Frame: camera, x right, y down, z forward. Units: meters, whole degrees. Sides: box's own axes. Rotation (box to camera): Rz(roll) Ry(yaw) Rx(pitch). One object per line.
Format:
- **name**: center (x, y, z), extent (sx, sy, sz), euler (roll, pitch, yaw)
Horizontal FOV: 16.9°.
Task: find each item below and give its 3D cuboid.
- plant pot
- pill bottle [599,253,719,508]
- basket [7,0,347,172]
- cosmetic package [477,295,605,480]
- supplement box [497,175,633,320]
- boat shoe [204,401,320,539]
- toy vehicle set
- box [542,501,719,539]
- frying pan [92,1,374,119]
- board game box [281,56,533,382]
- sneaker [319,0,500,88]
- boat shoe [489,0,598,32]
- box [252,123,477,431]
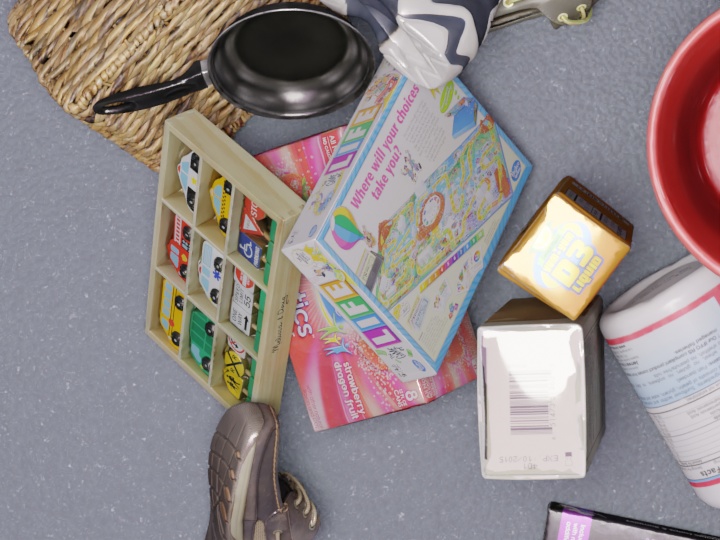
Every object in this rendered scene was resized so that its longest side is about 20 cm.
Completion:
- **plant pot**: center (0.292, -0.087, 1.631), extent (0.199, 0.177, 0.202), euler (1, 95, 9)
- **pill bottle**: center (0.258, 0.092, 1.682), extent (0.108, 0.109, 0.201), euler (-30, 96, 10)
- **basket**: center (-0.135, -0.191, 1.748), extent (0.200, 0.149, 0.143), euler (-46, 54, 9)
- **cosmetic package**: center (0.126, 0.077, 1.658), extent (0.071, 0.200, 0.106), euler (-1, 93, 9)
- **supplement box**: center (0.142, -0.017, 1.648), extent (0.069, 0.200, 0.067), euler (37, 99, 5)
- **boat shoe**: center (-0.069, 0.170, 1.738), extent (0.073, 0.075, 0.201), euler (-4, 133, -15)
- **toy vehicle set**: center (-0.095, 0.002, 1.695), extent (0.124, 0.026, 0.201), euler (39, 139, 30)
- **box**: center (0.219, 0.256, 1.741), extent (0.199, 0.036, 0.144), euler (10, 96, 7)
- **frying pan**: center (-0.077, -0.130, 1.666), extent (0.189, 0.115, 0.031), euler (-24, 49, 29)
- **board game box**: center (0.036, -0.044, 1.654), extent (0.034, 0.201, 0.135), euler (-16, 126, 43)
- **sneaker**: center (0.024, -0.234, 1.644), extent (0.199, 0.080, 0.130), euler (41, 64, 2)
- **boat shoe**: center (0.131, -0.197, 1.702), extent (0.200, 0.072, 0.061), euler (-8, 90, 16)
- **box**: center (0.000, 0.000, 1.710), extent (0.102, 0.095, 0.201), euler (-16, 92, 32)
